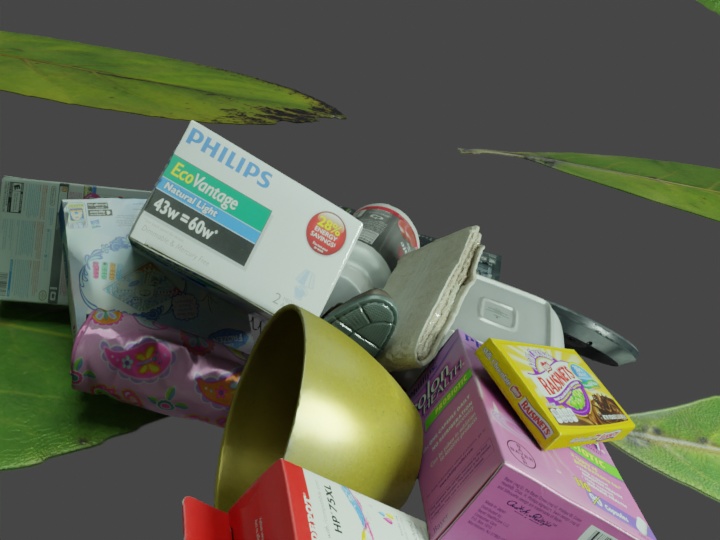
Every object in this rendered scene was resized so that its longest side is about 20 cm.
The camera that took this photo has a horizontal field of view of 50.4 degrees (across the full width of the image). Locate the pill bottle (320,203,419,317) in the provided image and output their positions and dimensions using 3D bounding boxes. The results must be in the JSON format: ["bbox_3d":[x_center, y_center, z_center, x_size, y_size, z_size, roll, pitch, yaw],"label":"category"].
[{"bbox_3d":[0.000,0.000,0.958,0.108,0.113,0.200,16,29,13],"label":"pill bottle"}]

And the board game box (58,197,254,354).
[{"bbox_3d":[-0.234,0.016,0.882,0.196,0.043,0.203,-3,69,-29],"label":"board game box"}]

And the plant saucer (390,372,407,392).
[{"bbox_3d":[0.036,0.121,0.872,0.197,0.038,0.198,-15,35,-42],"label":"plant saucer"}]

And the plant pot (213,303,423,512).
[{"bbox_3d":[-0.029,0.149,0.671,0.139,0.203,0.201,20,19,-20],"label":"plant pot"}]

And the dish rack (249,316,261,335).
[{"bbox_3d":[-0.097,0.044,1.013,0.152,0.056,0.198,-16,37,-43],"label":"dish rack"}]

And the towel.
[{"bbox_3d":[0.058,0.038,0.821,0.035,0.131,0.201,46,51,-17],"label":"towel"}]

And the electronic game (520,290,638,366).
[{"bbox_3d":[0.272,0.073,1.013,0.197,0.042,0.200,26,-5,3],"label":"electronic game"}]

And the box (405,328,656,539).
[{"bbox_3d":[0.142,0.177,0.682,0.174,0.097,0.201,32,18,-17],"label":"box"}]

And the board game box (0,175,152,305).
[{"bbox_3d":[-0.342,-0.030,0.949,0.195,0.152,0.064,5,-5,-10],"label":"board game box"}]

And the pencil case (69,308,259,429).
[{"bbox_3d":[-0.194,0.104,0.773,0.195,0.089,0.088,17,23,-8],"label":"pencil case"}]

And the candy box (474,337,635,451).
[{"bbox_3d":[0.185,0.113,0.709,0.198,0.027,0.103,12,35,-53],"label":"candy box"}]

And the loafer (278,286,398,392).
[{"bbox_3d":[-0.039,0.084,0.773,0.071,0.201,0.063,33,23,-21],"label":"loafer"}]

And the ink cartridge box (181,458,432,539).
[{"bbox_3d":[-0.023,0.212,0.526,0.198,0.067,0.117,33,21,-33],"label":"ink cartridge box"}]

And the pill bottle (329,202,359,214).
[{"bbox_3d":[-0.091,-0.061,1.174,0.196,0.109,0.106,17,25,15],"label":"pill bottle"}]

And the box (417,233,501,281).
[{"bbox_3d":[0.119,0.002,1.192,0.195,0.052,0.158,14,24,7],"label":"box"}]

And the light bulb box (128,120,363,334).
[{"bbox_3d":[-0.127,-0.035,0.797,0.196,0.127,0.200,29,-9,-13],"label":"light bulb box"}]

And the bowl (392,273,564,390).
[{"bbox_3d":[0.145,0.077,0.862,0.196,0.076,0.201,21,33,3],"label":"bowl"}]

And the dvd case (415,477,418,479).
[{"bbox_3d":[0.052,0.168,0.841,0.197,0.018,0.142,-9,30,-37],"label":"dvd case"}]
